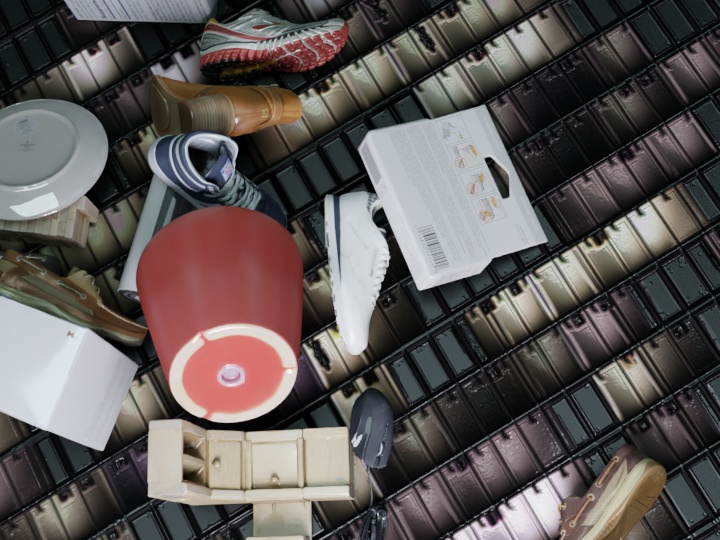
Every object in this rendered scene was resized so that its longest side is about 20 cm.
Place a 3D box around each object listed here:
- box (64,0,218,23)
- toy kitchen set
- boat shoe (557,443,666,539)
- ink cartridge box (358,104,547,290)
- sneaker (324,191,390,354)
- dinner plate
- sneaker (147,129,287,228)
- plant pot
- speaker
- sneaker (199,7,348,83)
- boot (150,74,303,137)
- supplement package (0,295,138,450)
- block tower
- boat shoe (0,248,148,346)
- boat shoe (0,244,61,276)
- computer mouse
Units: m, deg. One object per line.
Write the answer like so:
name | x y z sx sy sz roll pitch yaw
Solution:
box | -0.292 -0.404 1.499 0.196 0.184 0.107 3 76 6
toy kitchen set | -0.115 0.255 1.303 0.196 0.181 0.166 -4 75 8
boat shoe | 0.258 0.283 1.326 0.201 0.072 0.072 -53 45 2
ink cartridge box | 0.113 -0.093 1.447 0.174 0.045 0.203 -15 72 -25
sneaker | 0.000 0.000 1.421 0.079 0.076 0.204 -3 76 -5
dinner plate | -0.420 -0.149 1.491 0.196 0.024 0.203 -1 53 2
sneaker | -0.152 -0.097 1.397 0.199 0.108 0.071 34 69 -26
plant pot | -0.151 0.059 1.321 0.197 0.202 0.179 -17 40 1
speaker | -0.234 -0.057 1.453 0.080 0.081 0.203 13 76 9
sneaker | -0.113 -0.303 1.509 0.196 0.078 0.084 -7 73 4
boot | -0.175 -0.212 1.484 0.153 0.199 0.078 -11 105 -28
supplement package | -0.353 0.123 1.352 0.116 0.200 0.119 20 77 10
block tower | -0.438 -0.068 1.490 0.196 0.054 0.059 4 75 7
boat shoe | -0.346 0.032 1.409 0.198 0.075 0.075 23 76 -21
boat shoe | -0.467 0.000 1.472 0.196 0.075 0.074 11 66 -1
computer mouse | 0.018 0.236 1.358 0.034 0.058 0.204 -12 72 36
